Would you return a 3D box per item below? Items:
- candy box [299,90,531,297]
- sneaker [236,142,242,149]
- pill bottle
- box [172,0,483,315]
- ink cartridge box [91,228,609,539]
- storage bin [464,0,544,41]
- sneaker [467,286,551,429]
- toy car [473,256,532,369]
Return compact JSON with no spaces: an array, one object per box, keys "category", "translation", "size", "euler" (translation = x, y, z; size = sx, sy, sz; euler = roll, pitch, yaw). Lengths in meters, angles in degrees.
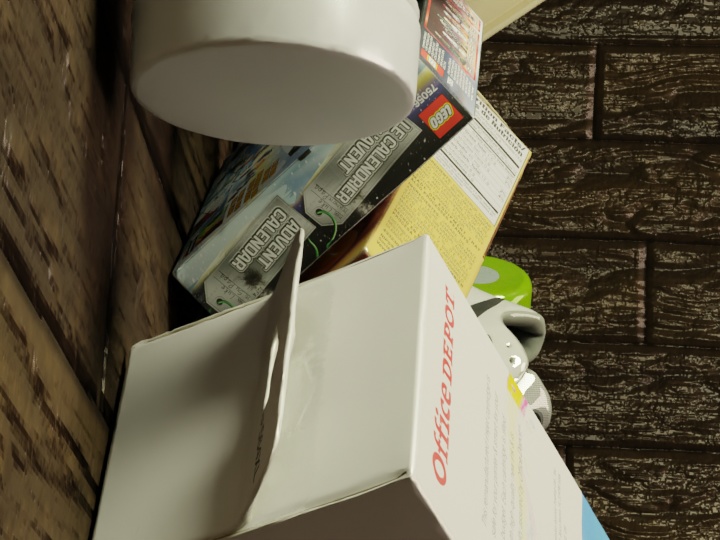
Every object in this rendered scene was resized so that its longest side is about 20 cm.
[{"category":"candy box","translation":[0.000,0.000,1.242],"size":[0.057,0.117,0.200],"euler":[47,26,-9]},{"category":"sneaker","translation":[-0.040,0.006,1.377],"size":[0.072,0.072,0.201],"euler":[-38,-138,34]},{"category":"pill bottle","translation":[-0.023,-0.153,0.964],"size":[0.114,0.113,0.201],"euler":[83,10,-73]},{"category":"box","translation":[-0.009,-0.056,1.232],"size":[0.137,0.040,0.200],"euler":[-42,-171,14]},{"category":"ink cartridge box","translation":[-0.001,0.097,1.002],"size":[0.201,0.125,0.129],"euler":[58,22,-31]},{"category":"storage bin","translation":[0.039,-0.169,1.470],"size":[0.094,0.198,0.200],"euler":[56,9,-9]},{"category":"sneaker","translation":[0.039,0.065,1.278],"size":[0.200,0.088,0.075],"euler":[-67,162,-53]},{"category":"toy car","translation":[0.007,0.045,1.547],"size":[0.200,0.157,0.165],"euler":[-108,-161,-63]}]
